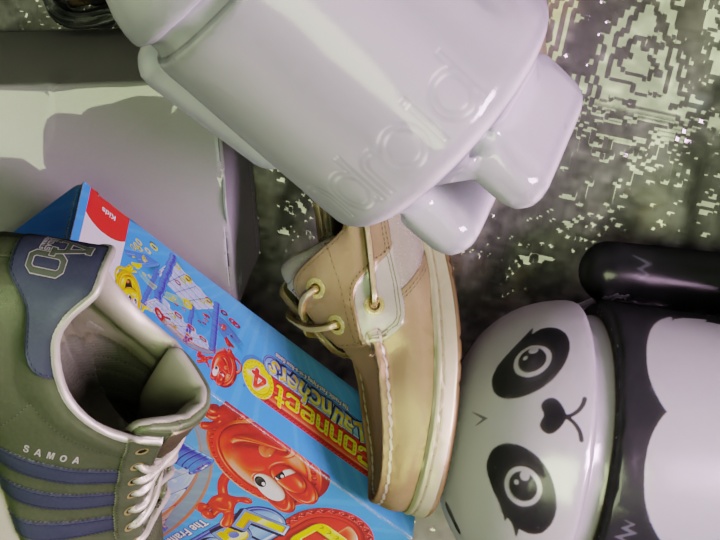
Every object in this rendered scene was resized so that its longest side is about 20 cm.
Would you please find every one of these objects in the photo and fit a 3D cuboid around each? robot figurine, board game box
[{"bbox_3d":[-0.012,-0.096,0.777,0.200,0.113,0.169,40,133,-14],"label":"robot figurine"},{"bbox_3d":[0.130,0.077,0.886,0.199,0.151,0.125,8,120,-9],"label":"robot figurine"},{"bbox_3d":[-0.112,0.082,0.905,0.200,0.056,0.196,-33,124,32],"label":"board game box"}]

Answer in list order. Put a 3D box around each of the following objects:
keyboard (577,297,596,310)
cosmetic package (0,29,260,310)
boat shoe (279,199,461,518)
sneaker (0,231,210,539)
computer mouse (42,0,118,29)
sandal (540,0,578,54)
[{"bbox_3d":[0.133,0.102,0.967,0.056,0.011,0.201,-21,108,13],"label":"keyboard"},{"bbox_3d":[-0.145,-0.041,0.902,0.199,0.090,0.107,0,112,3],"label":"cosmetic package"},{"bbox_3d":[0.000,0.000,0.873,0.066,0.074,0.201,-1,78,-13],"label":"boat shoe"},{"bbox_3d":[-0.094,0.064,0.795,0.089,0.067,0.201,-7,131,20],"label":"sneaker"},{"bbox_3d":[-0.036,-0.128,0.888,0.199,0.034,0.059,-4,102,15],"label":"computer mouse"},{"bbox_3d":[0.085,-0.174,0.830,0.069,0.078,0.213,-8,104,8],"label":"sandal"}]
